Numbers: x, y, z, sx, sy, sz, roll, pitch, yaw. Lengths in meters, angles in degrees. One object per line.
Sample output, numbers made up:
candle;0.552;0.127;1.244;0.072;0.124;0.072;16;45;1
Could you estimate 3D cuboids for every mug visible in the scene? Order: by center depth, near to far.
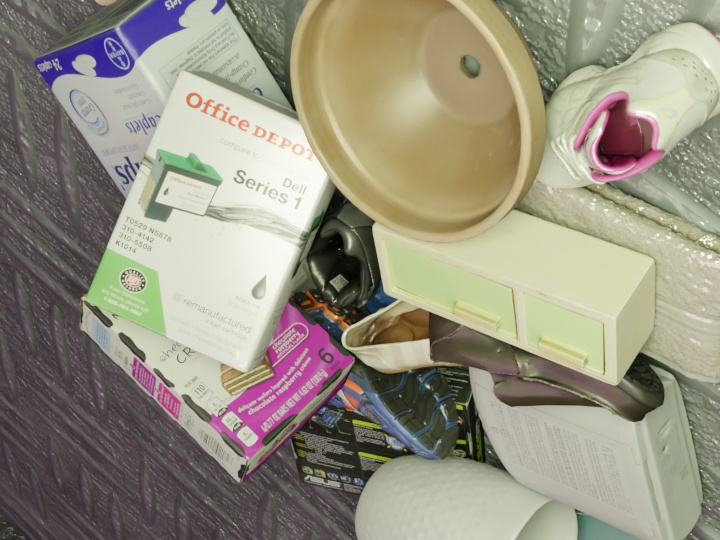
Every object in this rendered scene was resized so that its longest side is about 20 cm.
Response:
mug;0.102;0.253;1.315;0.175;0.148;0.200;19;176;35

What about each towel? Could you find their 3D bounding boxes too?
towel;0.188;-0.005;1.032;0.200;0.034;0.133;30;147;30

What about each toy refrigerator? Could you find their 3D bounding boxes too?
toy refrigerator;0.109;0.007;1.023;0.199;0.070;0.076;21;145;27

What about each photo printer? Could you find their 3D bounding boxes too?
photo printer;0.180;0.130;1.173;0.200;0.069;0.167;19;140;44

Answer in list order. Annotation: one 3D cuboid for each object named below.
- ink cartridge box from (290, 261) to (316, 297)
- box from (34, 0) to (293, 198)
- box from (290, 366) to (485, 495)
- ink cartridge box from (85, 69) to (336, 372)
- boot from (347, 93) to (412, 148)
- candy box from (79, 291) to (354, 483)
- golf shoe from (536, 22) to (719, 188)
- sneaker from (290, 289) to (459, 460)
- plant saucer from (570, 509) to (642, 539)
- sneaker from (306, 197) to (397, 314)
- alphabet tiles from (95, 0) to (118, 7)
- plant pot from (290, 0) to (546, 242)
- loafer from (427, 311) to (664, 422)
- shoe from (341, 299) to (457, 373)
ink cartridge box;-0.098;0.002;1.405;0.116;0.067;0.200;0;125;54
box;-0.166;-0.144;1.248;0.184;0.105;0.200;-2;126;55
box;0.023;0.159;1.385;0.199;0.048;0.194;9;136;18
ink cartridge box;-0.110;-0.043;1.116;0.146;0.201;0.084;23;-174;3
boot;0.019;-0.106;1.099;0.200;0.073;0.090;48;146;-2
candy box;-0.123;0.062;1.196;0.200;0.136;0.061;41;151;12
golf shoe;0.156;-0.091;0.908;0.075;0.092;0.200;48;151;-4
sneaker;0.008;0.101;1.272;0.200;0.075;0.079;42;143;15
plant saucer;0.261;0.295;1.312;0.200;0.027;0.201;35;150;24
sneaker;-0.001;-0.001;1.219;0.077;0.111;0.200;38;150;18
alphabet tiles;-0.185;-0.227;1.296;0.200;0.015;0.196;47;152;3
plant pot;0.055;-0.128;0.980;0.200;0.093;0.202;22;128;31
loafer;0.137;0.074;1.074;0.199;0.073;0.072;24;106;28
shoe;0.071;0.044;1.161;0.199;0.070;0.053;-19;147;35
